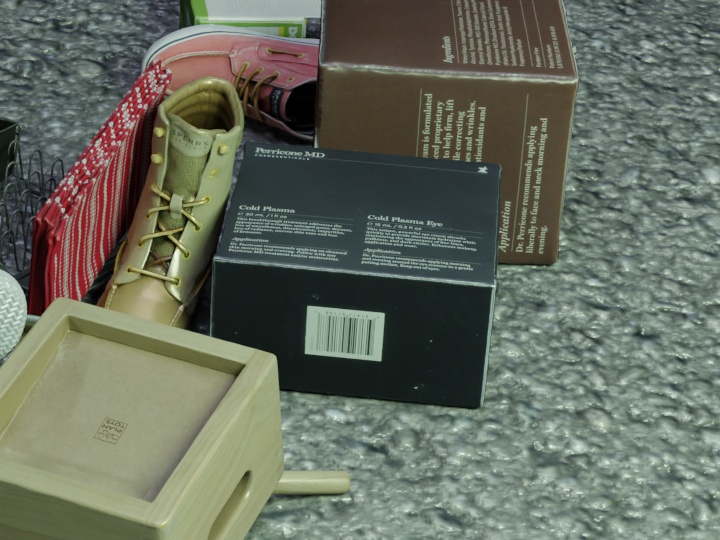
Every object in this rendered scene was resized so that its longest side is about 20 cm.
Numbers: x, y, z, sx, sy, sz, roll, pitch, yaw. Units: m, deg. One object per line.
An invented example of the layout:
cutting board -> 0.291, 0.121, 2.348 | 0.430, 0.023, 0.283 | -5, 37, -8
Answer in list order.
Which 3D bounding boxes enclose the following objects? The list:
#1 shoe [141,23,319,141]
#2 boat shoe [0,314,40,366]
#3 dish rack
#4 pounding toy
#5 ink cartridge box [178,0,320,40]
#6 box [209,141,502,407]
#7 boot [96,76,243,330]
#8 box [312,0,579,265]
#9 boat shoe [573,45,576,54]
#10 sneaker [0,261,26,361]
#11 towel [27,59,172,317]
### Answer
shoe -> -0.086, -0.161, 1.903 | 0.198, 0.072, 0.091 | 2, 26, -12
boat shoe -> -0.247, 0.050, 1.491 | 0.200, 0.065, 0.075 | 14, 29, -8
dish rack -> -0.260, -0.043, 1.697 | 0.199, 0.055, 0.153 | 23, 36, 28
pounding toy -> -0.127, 0.124, 1.370 | 0.183, 0.143, 0.200 | 14, 42, 18
ink cartridge box -> -0.060, -0.223, 2.013 | 0.198, 0.076, 0.148 | 0, 29, -9
box -> 0.000, 0.000, 1.601 | 0.198, 0.105, 0.183 | 6, 31, 3
boot -> -0.135, -0.033, 1.582 | 0.072, 0.156, 0.201 | 18, 36, 4
box -> 0.062, -0.117, 1.750 | 0.198, 0.167, 0.165 | 3, 31, -2
boat shoe -> 0.135, -0.247, 2.090 | 0.074, 0.063, 0.200 | -11, 34, -27
sneaker -> -0.287, 0.049, 1.409 | 0.075, 0.200, 0.114 | 29, 25, -35
towel -> -0.186, -0.040, 1.577 | 0.022, 0.145, 0.201 | 21, 45, 8
